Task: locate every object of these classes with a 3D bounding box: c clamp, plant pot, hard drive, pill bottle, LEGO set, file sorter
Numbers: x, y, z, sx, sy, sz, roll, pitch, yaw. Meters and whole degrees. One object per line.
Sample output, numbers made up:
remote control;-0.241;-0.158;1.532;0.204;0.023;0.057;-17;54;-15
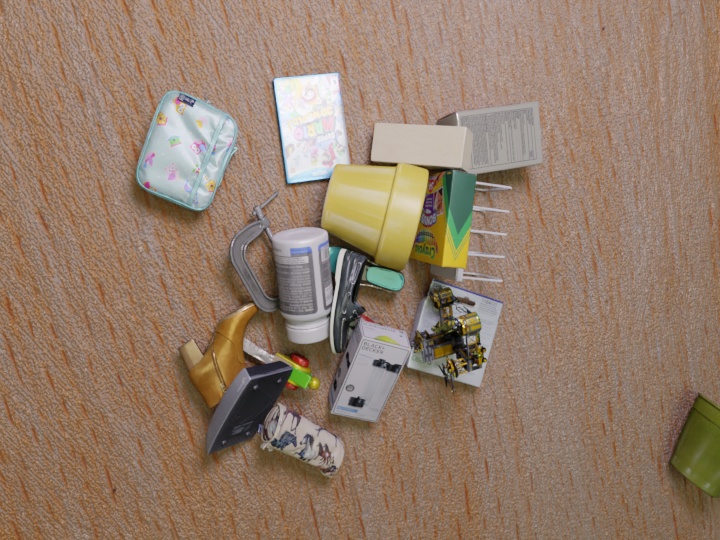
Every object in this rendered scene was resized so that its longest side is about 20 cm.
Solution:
c clamp;-0.180;-0.030;1.052;0.170;0.026;0.206;-40;117;-41
plant pot;0.904;0.458;1.347;0.196;0.201;0.197;29;101;-15
hard drive;-0.223;0.264;1.032;0.042;0.133;0.203;43;114;26
pill bottle;-0.109;0.029;1.029;0.109;0.114;0.208;-8;107;-13
LEGO set;0.163;0.132;1.073;0.111;0.201;0.159;-13;119;-10
file sorter;0.238;-0.085;1.128;0.120;0.138;0.209;3;95;-17
plant pot;0.023;-0.124;1.048;0.182;0.201;0.209;16;92;1

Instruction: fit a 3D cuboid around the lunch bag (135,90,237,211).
lunch bag;-0.321;-0.225;0.996;0.156;0.077;0.207;22;90;-16

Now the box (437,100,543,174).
box;0.276;-0.277;1.131;0.192;0.109;0.133;-10;98;-14

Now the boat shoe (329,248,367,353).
boat shoe;-0.019;0.064;1.037;0.063;0.074;0.208;6;87;10

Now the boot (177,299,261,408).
boot;-0.249;0.165;1.051;0.198;0.071;0.147;-34;97;-11

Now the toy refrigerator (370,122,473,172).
toy refrigerator;0.123;-0.247;1.062;0.193;0.069;0.079;10;95;26

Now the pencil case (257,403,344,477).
pencil case;-0.117;0.357;1.091;0.198;0.077;0.092;38;74;-29

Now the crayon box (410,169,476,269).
crayon box;0.160;-0.104;1.072;0.056;0.200;0.180;6;94;-14

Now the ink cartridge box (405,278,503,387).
ink cartridge box;0.211;0.141;1.194;0.193;0.041;0.207;17;91;-15

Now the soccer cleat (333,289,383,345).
soccer cleat;-0.015;0.121;1.121;0.198;0.068;0.086;39;87;-18

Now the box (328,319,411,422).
box;0.015;0.213;1.101;0.113;0.061;0.205;16;115;-16

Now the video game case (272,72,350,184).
video game case;-0.097;-0.291;1.078;0.138;0.018;0.209;-9;98;-14

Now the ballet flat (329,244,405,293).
ballet flat;0.000;0.000;1.111;0.194;0.065;0.073;23;88;-13

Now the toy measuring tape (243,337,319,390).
toy measuring tape;-0.168;0.192;1.100;0.195;0.074;0.075;28;89;7
